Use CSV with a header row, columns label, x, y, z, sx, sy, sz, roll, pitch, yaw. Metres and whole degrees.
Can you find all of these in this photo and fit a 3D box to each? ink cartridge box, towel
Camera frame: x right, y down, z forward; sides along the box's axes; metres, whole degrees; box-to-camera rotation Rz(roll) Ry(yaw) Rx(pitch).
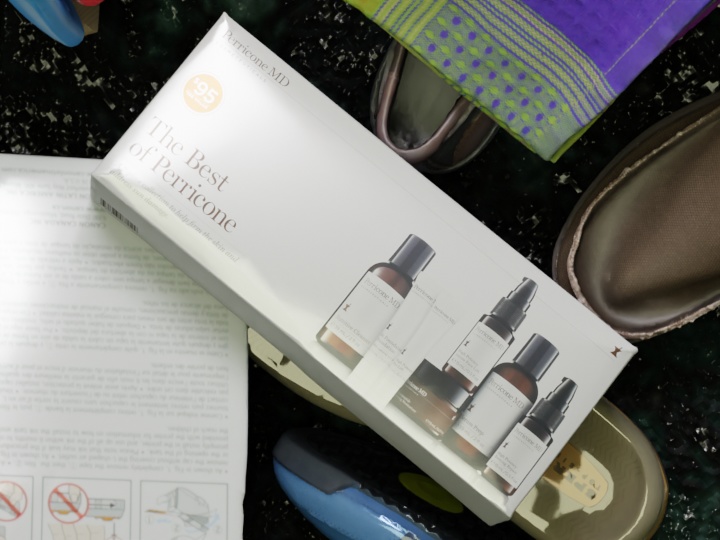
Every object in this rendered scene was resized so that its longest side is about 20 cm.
label,x,y,z,sx,sy,sz,roll,pitch,yaw
ink cartridge box,-0.123,0.056,0.969,0.159,0.047,0.202,3,73,-13
towel,0.069,-0.131,0.880,0.143,0.023,0.200,38,132,-11

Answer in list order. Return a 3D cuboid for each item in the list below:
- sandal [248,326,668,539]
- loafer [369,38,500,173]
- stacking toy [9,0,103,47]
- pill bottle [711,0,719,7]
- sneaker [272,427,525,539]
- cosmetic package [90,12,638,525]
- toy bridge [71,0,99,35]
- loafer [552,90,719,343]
label,x,y,z,sx,sy,sz,roll,pitch,yaw
sandal,0.033,0.047,1.006,0.199,0.054,0.081,35,102,10
loafer,0.058,-0.127,0.973,0.071,0.063,0.201,24,102,6
stacking toy,-0.063,-0.179,0.943,0.199,0.110,0.117,-27,82,0
pill bottle,0.166,-0.192,0.919,0.112,0.112,0.202,14,100,7
sneaker,0.041,0.138,1.016,0.199,0.066,0.079,32,106,4
cosmetic package,0.000,0.000,0.957,0.200,0.051,0.083,39,78,1
toy bridge,-0.044,-0.142,0.984,0.199,0.027,0.068,-10,65,28
loafer,0.154,-0.041,0.965,0.200,0.071,0.073,-38,91,13
